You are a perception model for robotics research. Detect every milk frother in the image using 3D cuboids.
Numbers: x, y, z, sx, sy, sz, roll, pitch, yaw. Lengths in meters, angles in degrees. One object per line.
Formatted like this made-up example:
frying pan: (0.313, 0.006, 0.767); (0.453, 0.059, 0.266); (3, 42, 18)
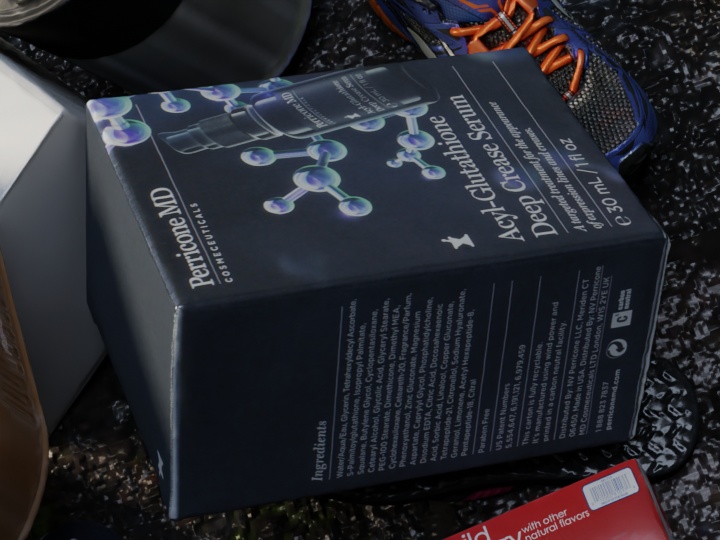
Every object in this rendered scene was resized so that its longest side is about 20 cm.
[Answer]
milk frother: (-0.063, -0.150, 0.987); (0.200, 0.188, 0.181); (31, 95, 24)

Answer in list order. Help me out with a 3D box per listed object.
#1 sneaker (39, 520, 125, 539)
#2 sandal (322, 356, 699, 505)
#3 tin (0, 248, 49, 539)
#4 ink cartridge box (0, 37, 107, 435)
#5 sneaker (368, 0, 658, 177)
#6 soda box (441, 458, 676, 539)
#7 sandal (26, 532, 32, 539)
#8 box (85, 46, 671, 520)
sneaker: (-0.098, 0.133, 0.902); (0.070, 0.109, 0.200); (4, 27, -13)
sandal: (0.046, 0.069, 0.974); (0.199, 0.045, 0.076); (2, 73, 0)
tin: (-0.183, 0.040, 0.857); (0.112, 0.042, 0.201); (-29, 54, 9)
ink cartridge box: (-0.205, -0.044, 1.012); (0.200, 0.147, 0.146); (36, 93, 26)
sneaker: (0.056, -0.111, 1.021); (0.075, 0.078, 0.200); (-43, 64, -5)
soda box: (0.038, 0.151, 0.919); (0.199, 0.070, 0.064); (-23, 64, 5)
sandal: (-0.163, 0.115, 0.935); (0.054, 0.200, 0.082); (33, 79, -8)
box: (0.000, 0.000, 0.909); (0.199, 0.108, 0.149); (-9, 38, -17)
